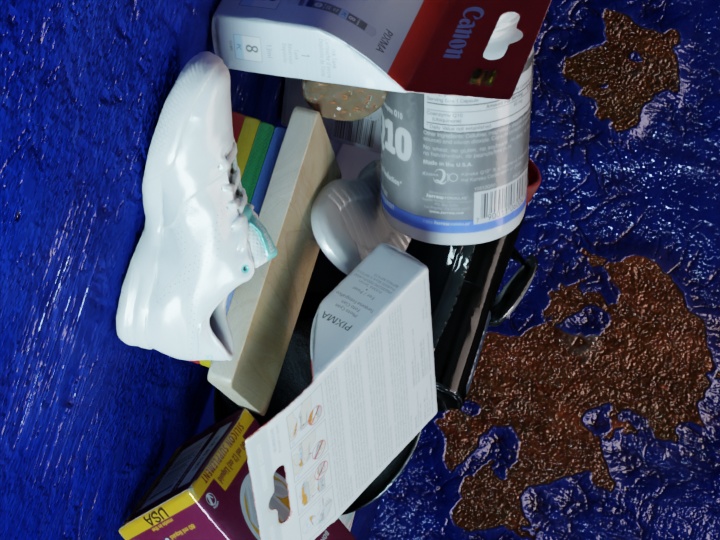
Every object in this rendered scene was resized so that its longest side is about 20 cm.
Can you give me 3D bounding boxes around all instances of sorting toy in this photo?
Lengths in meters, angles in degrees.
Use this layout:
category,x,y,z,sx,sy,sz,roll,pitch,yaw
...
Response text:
category,x,y,z,sx,sy,sz,roll,pitch,yaw
sorting toy,-0.083,-0.008,1.405,0.200,0.069,0.200,69,38,-79

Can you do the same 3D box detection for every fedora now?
category,x,y,z,sx,sy,sz,roll,pitch,yaw
fedora,-0.050,0.098,1.532,0.092,0.199,0.202,32,73,-57

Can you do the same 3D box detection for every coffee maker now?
category,x,y,z,sx,sy,sz,roll,pitch,yaw
coffee maker,0.060,0.013,1.763,0.192,0.134,0.201,40,65,-56

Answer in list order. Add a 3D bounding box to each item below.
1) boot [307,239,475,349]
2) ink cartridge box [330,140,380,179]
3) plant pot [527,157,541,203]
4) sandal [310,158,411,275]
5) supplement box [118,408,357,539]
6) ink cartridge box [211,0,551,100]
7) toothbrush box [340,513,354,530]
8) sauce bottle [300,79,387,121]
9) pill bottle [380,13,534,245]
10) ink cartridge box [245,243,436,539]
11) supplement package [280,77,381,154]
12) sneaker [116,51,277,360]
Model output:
category,x,y,z,sx,sy,sz,roll,pitch,yaw
boot,0.000,0.000,1.623,0.077,0.167,0.201,-74,-175,-56
ink cartridge box,-0.017,-0.034,1.792,0.201,0.082,0.147,100,10,-45
plant pot,0.074,-0.063,2.091,0.178,0.199,0.201,-65,176,21
sandal,-0.002,-0.031,1.473,0.050,0.083,0.203,-30,-178,22
supplement box,-0.071,0.221,1.440,0.085,0.200,0.110,-31,-166,35
ink cartridge box,0.020,-0.182,1.276,0.161,0.198,0.048,-65,158,-48
toothbrush box,-0.044,0.239,2.195,0.147,0.085,0.201,-60,164,-65
sauce bottle,-0.011,-0.199,1.384,0.066,0.065,0.201,98,-5,-51
pill bottle,0.070,-0.131,1.416,0.114,0.113,0.201,-62,156,-57
ink cartridge box,-0.023,0.101,1.375,0.200,0.047,0.161,-42,146,-31
supplement package,0.025,-0.207,1.576,0.120,0.120,0.201,98,12,-45
sneaker,-0.091,-0.036,1.201,0.075,0.088,0.201,-56,160,-63
